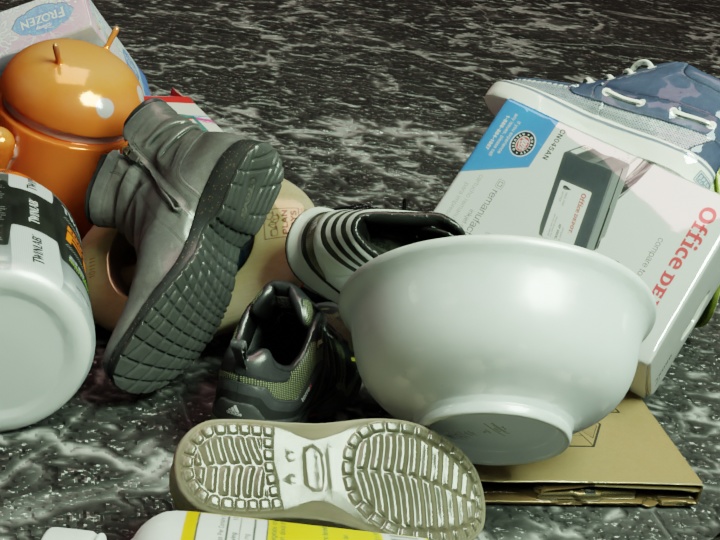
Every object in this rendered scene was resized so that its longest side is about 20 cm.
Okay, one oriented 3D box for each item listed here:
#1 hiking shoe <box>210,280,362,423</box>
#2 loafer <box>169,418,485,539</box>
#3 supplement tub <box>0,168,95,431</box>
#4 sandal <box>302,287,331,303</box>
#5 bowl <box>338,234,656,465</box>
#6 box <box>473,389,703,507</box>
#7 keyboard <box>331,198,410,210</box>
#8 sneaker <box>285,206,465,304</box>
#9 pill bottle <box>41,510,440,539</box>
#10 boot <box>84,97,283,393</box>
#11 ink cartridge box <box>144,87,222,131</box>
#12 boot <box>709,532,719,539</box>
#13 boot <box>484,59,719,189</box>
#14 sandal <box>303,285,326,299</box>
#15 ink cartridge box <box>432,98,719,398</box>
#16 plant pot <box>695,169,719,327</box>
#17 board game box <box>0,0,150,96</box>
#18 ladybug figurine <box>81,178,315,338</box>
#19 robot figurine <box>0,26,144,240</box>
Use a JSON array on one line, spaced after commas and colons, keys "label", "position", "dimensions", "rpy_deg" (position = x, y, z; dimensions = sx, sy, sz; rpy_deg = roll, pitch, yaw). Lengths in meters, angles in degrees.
[{"label": "hiking shoe", "position": [-0.040, 0.051, 0.825], "dimensions": [0.076, 0.101, 0.200], "rpy_deg": [15, 24, 12]}, {"label": "loafer", "position": [-0.020, 0.126, 0.699], "dimensions": [0.200, 0.068, 0.076], "rpy_deg": [13, 62, -24]}, {"label": "supplement tub", "position": [-0.248, 0.009, 0.817], "dimensions": [0.122, 0.123, 0.200], "rpy_deg": [1, 26, -18]}, {"label": "sandal", "position": [-0.042, 0.009, 0.991], "dimensions": [0.200, 0.043, 0.076], "rpy_deg": [-6, 28, -32]}, {"label": "bowl", "position": [0.083, 0.063, 0.746], "dimensions": [0.201, 0.201, 0.090], "rpy_deg": [7, 62, -5]}, {"label": "box", "position": [0.131, 0.104, 0.870], "dimensions": [0.163, 0.021, 0.200], "rpy_deg": [3, 25, -13]}, {"label": "keyboard", "position": [0.009, -0.052, 1.104], "dimensions": [0.104, 0.040, 0.200], "rpy_deg": [16, 12, 13]}, {"label": "sneaker", "position": [0.053, 0.020, 0.813], "dimensions": [0.200, 0.076, 0.115], "rpy_deg": [30, -16, -27]}, {"label": "pill bottle", "position": [-0.048, 0.170, 0.542], "dimensions": [0.200, 0.113, 0.112], "rpy_deg": [7, 24, -4]}, {"label": "boot", "position": [-0.149, -0.019, 0.848], "dimensions": [0.132, 0.200, 0.070], "rpy_deg": [21, -17, 33]}, {"label": "ink cartridge box", "position": [-0.168, -0.081, 1.058], "dimensions": [0.067, 0.116, 0.200], "rpy_deg": [-3, 26, -27]}, {"label": "boot", "position": [0.240, 0.139, 0.686], "dimensions": [0.200, 0.138, 0.077], "rpy_deg": [-2, 26, -22]}, {"label": "boot", "position": [0.202, -0.129, 0.950], "dimensions": [0.200, 0.090, 0.073], "rpy_deg": [28, -13, 28]}, {"label": "sandal", "position": [0.004, -0.002, 0.948], "dimensions": [0.203, 0.050, 0.082], "rpy_deg": [33, 35, 25]}, {"label": "ink cartridge box", "position": [0.165, -0.019, 0.908], "dimensions": [0.200, 0.145, 0.084], "rpy_deg": [28, -13, 22]}, {"label": "plant pot", "position": [0.194, -0.045, 1.049], "dimensions": [0.193, 0.201, 0.200], "rpy_deg": [-3, 24, 1]}, {"label": "board game box", "position": [-0.303, -0.159, 1.049], "dimensions": [0.200, 0.043, 0.199], "rpy_deg": [-18, -12, 1]}, {"label": "ladybug figurine", "position": [-0.116, -0.006, 0.902], "dimensions": [0.200, 0.072, 0.136], "rpy_deg": [-10, 63, 11]}, {"label": "robot figurine", "position": [-0.239, -0.097, 0.955], "dimensions": [0.144, 0.200, 0.117], "rpy_deg": [6, 32, -26]}]
